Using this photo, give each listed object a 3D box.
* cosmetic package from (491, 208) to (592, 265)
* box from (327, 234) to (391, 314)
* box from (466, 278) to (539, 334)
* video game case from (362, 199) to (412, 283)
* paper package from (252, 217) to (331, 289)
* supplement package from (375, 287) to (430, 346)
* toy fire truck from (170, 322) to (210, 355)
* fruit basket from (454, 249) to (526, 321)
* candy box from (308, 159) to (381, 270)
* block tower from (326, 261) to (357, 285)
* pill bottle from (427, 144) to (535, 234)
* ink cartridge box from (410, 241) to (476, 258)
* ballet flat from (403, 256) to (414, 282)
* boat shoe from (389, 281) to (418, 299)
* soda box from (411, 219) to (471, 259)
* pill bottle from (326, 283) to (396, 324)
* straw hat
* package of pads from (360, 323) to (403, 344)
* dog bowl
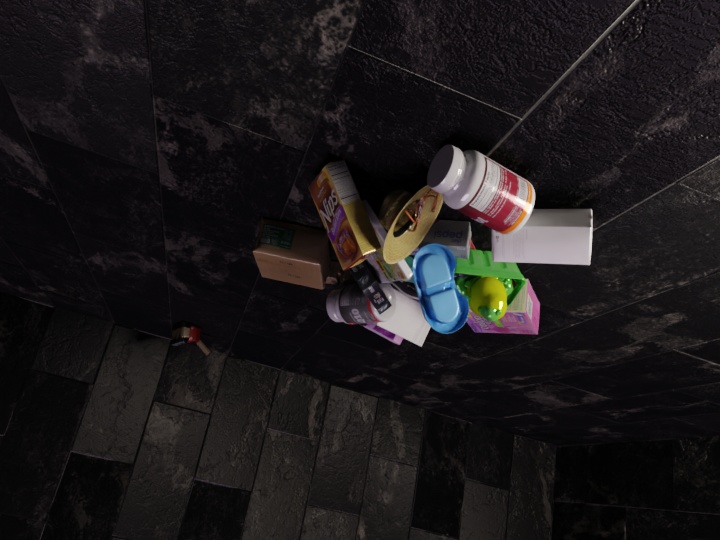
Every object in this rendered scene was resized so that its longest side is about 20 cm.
[{"bbox_3d":[0.378,-0.073,1.178,0.193,0.108,0.088,4,115,24],"label":"cosmetic package"},{"bbox_3d":[0.000,0.000,1.493,0.043,0.203,0.161,-33,150,1],"label":"box"},{"bbox_3d":[0.400,0.105,1.630,0.194,0.100,0.176,0,155,29],"label":"box"},{"bbox_3d":[0.030,-0.062,1.344,0.203,0.023,0.181,57,161,-7],"label":"video game case"},{"bbox_3d":[-0.186,-0.044,1.586,0.192,0.107,0.192,12,156,4],"label":"paper package"},{"bbox_3d":[0.118,0.131,1.763,0.196,0.123,0.120,27,-179,-33],"label":"supplement package"},{"bbox_3d":[-0.845,0.349,2.870,0.195,0.134,0.174,12,161,-34],"label":"toy fire truck"},{"bbox_3d":[0.300,0.054,1.384,0.207,0.222,0.157,13,145,-2],"label":"fruit basket"},{"bbox_3d":[-0.037,-0.117,1.221,0.055,0.206,0.116,-19,173,-28],"label":"candy box"},{"bbox_3d":[-0.054,0.011,1.709,0.192,0.056,0.058,8,157,13],"label":"block tower"},{"bbox_3d":[0.228,-0.157,1.082,0.195,0.117,0.112,23,156,-23],"label":"pill bottle"},{"bbox_3d":[0.229,-0.019,1.500,0.170,0.046,0.200,2,155,28],"label":"ink cartridge box"},{"bbox_3d":[0.082,-0.020,1.445,0.198,0.071,0.068,38,134,2],"label":"ballet flat"},{"bbox_3d":[0.124,0.014,1.526,0.198,0.072,0.062,33,135,41],"label":"boat shoe"},{"bbox_3d":[0.166,-0.079,1.359,0.192,0.071,0.064,5,157,18],"label":"soda box"},{"bbox_3d":[-0.001,0.097,1.656,0.195,0.118,0.113,-9,150,42],"label":"pill bottle"},{"bbox_3d":[0.088,-0.123,1.221,0.085,0.202,0.202,38,169,24],"label":"straw hat"},{"bbox_3d":[0.085,0.157,1.880,0.198,0.123,0.075,31,177,-41],"label":"package of pads"},{"bbox_3d":[0.179,0.042,1.313,0.108,0.207,0.050,-16,179,-11],"label":"dog bowl"}]
